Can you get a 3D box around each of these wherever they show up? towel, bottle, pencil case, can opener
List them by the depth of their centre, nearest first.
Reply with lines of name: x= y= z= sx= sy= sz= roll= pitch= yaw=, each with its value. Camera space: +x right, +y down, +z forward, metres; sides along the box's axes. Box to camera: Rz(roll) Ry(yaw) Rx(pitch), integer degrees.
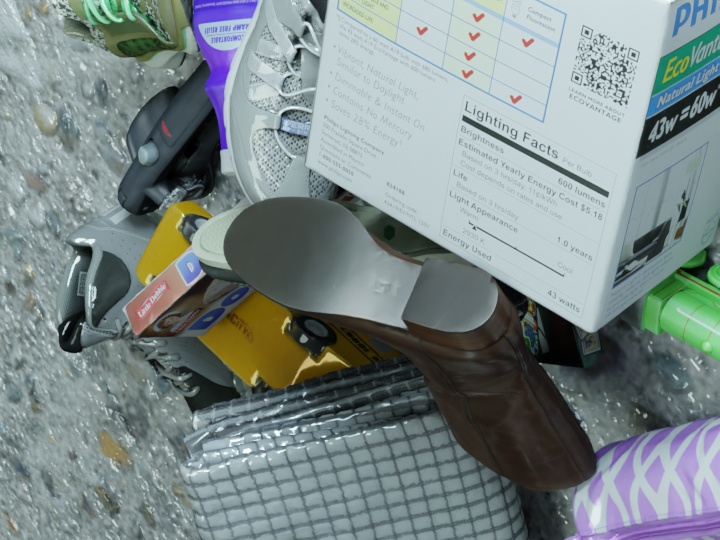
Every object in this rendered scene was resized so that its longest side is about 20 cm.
pencil case: x=0.201 y=0.123 z=1.240 sx=0.084 sy=0.086 sz=0.200 roll=47 pitch=148 yaw=-14
bottle: x=-0.058 y=-0.155 z=1.319 sx=0.083 sy=0.065 sz=0.201 roll=0 pitch=89 yaw=40
towel: x=-0.002 y=0.144 z=1.407 sx=0.086 sy=0.199 sz=0.166 roll=-99 pitch=-6 yaw=-58
can opener: x=-0.111 y=-0.098 z=1.482 sx=0.079 sy=0.063 sz=0.200 roll=56 pitch=144 yaw=7

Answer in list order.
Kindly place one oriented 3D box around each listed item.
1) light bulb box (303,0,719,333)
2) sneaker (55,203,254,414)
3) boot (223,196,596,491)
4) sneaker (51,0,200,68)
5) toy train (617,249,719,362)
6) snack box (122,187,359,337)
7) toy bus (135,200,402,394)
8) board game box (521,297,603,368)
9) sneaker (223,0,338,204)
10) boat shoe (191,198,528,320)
light bulb box: x=0.092 y=-0.112 z=1.159 sx=0.198 sy=0.125 sz=0.200 roll=31 pitch=132 yaw=25
sneaker: x=-0.156 y=0.052 z=1.592 sx=0.075 sy=0.115 sz=0.200 roll=-11 pitch=105 yaw=52
boot: x=0.031 y=0.047 z=1.267 sx=0.186 sy=0.064 sz=0.200 roll=23 pitch=162 yaw=32
sneaker: x=-0.146 y=-0.164 z=1.399 sx=0.200 sy=0.088 sz=0.077 roll=143 pitch=124 yaw=-75
toy train: x=0.172 y=0.014 z=1.226 sx=0.200 sy=0.056 sz=0.042 roll=31 pitch=134 yaw=35
snack box: x=-0.058 y=-0.025 z=1.391 sx=0.200 sy=0.072 sz=0.024 roll=-41 pitch=69 yaw=26
toy bus: x=-0.054 y=0.035 z=1.483 sx=0.200 sy=0.078 sz=0.065 roll=42 pitch=117 yaw=24
board game box: x=0.077 y=-0.041 z=1.330 sx=0.105 sy=0.023 sz=0.200 roll=8 pitch=120 yaw=48
sneaker: x=-0.029 y=-0.121 z=1.245 sx=0.082 sy=0.075 sz=0.201 roll=-141 pitch=57 yaw=-73
boat shoe: x=0.000 y=0.000 z=1.315 sx=0.199 sy=0.072 sz=0.068 roll=2 pitch=129 yaw=10
